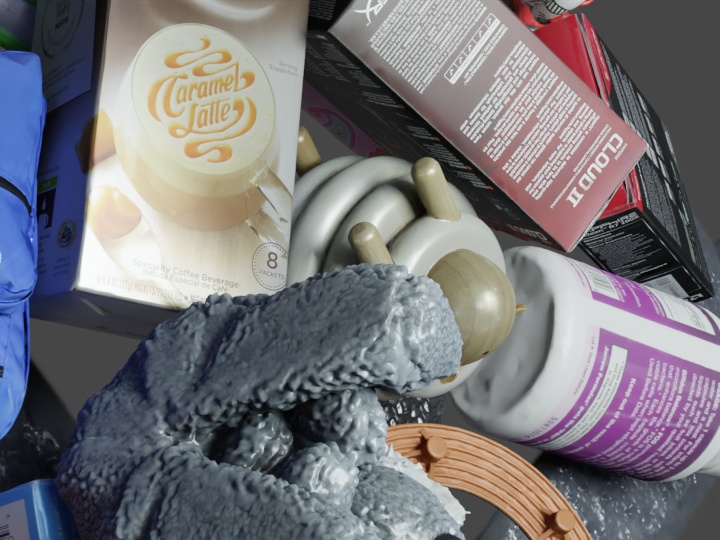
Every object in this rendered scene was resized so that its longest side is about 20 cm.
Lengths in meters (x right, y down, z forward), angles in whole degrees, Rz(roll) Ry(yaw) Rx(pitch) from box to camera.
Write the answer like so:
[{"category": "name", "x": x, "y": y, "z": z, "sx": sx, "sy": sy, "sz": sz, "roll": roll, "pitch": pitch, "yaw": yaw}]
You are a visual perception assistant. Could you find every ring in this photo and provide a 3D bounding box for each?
[{"category": "ring", "x": 0.051, "y": 0.170, "z": 1.107, "sx": 0.199, "sy": 0.019, "sz": 0.202, "roll": 13, "pitch": 60, "yaw": -24}]

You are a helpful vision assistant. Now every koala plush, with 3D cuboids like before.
[{"category": "koala plush", "x": -0.018, "y": 0.118, "z": 0.994, "sx": 0.200, "sy": 0.183, "sz": 0.178, "roll": 46, "pitch": 49, "yaw": -46}]

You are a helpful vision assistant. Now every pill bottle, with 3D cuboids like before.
[{"category": "pill bottle", "x": 0.154, "y": 0.063, "z": 1.282, "sx": 0.199, "sy": 0.112, "sz": 0.113, "roll": 19, "pitch": 62, "yaw": -34}]

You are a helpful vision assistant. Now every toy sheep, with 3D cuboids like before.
[{"category": "toy sheep", "x": 0.000, "y": 0.000, "z": 1.112, "sx": 0.137, "sy": 0.199, "sz": 0.139, "roll": -19, "pitch": 118, "yaw": -39}]

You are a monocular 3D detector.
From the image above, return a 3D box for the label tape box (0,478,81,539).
[{"category": "label tape box", "x": -0.093, "y": 0.176, "z": 1.046, "sx": 0.199, "sy": 0.066, "sz": 0.144, "roll": 7, "pitch": 66, "yaw": -53}]

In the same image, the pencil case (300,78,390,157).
[{"category": "pencil case", "x": -0.017, "y": -0.135, "z": 1.231, "sx": 0.200, "sy": 0.087, "sz": 0.088, "roll": 37, "pitch": 52, "yaw": -25}]

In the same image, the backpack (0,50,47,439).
[{"category": "backpack", "x": -0.221, "y": -0.006, "z": 0.946, "sx": 0.162, "sy": 0.168, "sz": 0.201, "roll": 14, "pitch": 67, "yaw": -27}]

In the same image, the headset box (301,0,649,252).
[{"category": "headset box", "x": 0.046, "y": -0.095, "z": 1.136, "sx": 0.200, "sy": 0.149, "sz": 0.075, "roll": 41, "pitch": 83, "yaw": -23}]

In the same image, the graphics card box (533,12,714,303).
[{"category": "graphics card box", "x": 0.155, "y": -0.058, "z": 1.304, "sx": 0.200, "sy": 0.051, "sz": 0.126, "roll": 34, "pitch": 40, "yaw": -63}]

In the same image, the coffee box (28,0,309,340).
[{"category": "coffee box", "x": -0.096, "y": -0.072, "z": 1.038, "sx": 0.114, "sy": 0.080, "sz": 0.201, "roll": 13, "pitch": 74, "yaw": -33}]

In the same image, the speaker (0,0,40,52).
[{"category": "speaker", "x": -0.158, "y": -0.145, "z": 1.109, "sx": 0.199, "sy": 0.088, "sz": 0.089, "roll": 31, "pitch": 55, "yaw": -28}]

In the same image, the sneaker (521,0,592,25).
[{"category": "sneaker", "x": 0.088, "y": -0.201, "z": 1.296, "sx": 0.067, "sy": 0.201, "sz": 0.108, "roll": -41, "pitch": 106, "yaw": -1}]

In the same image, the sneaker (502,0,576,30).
[{"category": "sneaker", "x": 0.066, "y": -0.155, "z": 1.333, "sx": 0.199, "sy": 0.077, "sz": 0.085, "roll": 22, "pitch": 40, "yaw": -36}]

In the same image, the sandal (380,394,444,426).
[{"category": "sandal", "x": -0.024, "y": 0.120, "z": 1.158, "sx": 0.075, "sy": 0.045, "sz": 0.201, "roll": 39, "pitch": 66, "yaw": -14}]
